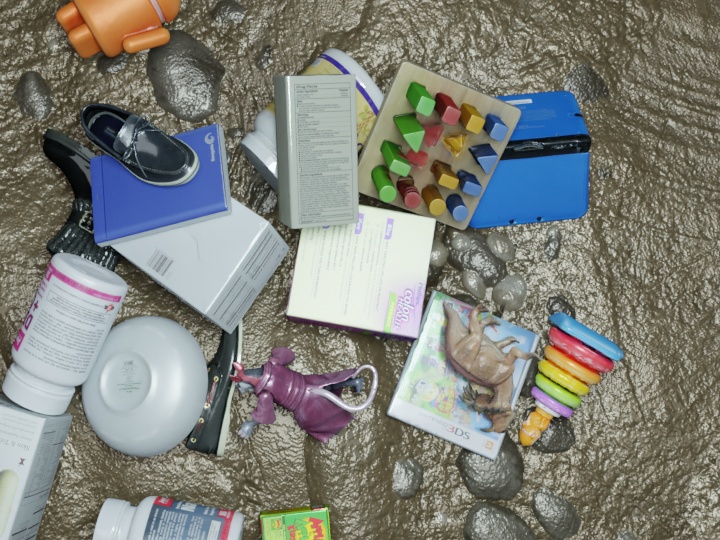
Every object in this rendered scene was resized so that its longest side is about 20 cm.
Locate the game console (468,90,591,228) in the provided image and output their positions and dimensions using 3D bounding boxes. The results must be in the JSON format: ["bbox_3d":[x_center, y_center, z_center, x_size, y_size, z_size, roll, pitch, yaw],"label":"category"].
[{"bbox_3d":[0.251,-0.176,1.453,0.195,0.119,0.173,-5,52,-4],"label":"game console"}]

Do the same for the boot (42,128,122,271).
[{"bbox_3d":[-0.421,-0.095,1.372,0.210,0.079,0.159,37,82,1],"label":"boot"}]

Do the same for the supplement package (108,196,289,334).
[{"bbox_3d":[-0.233,-0.036,1.333,0.198,0.111,0.157,32,82,21],"label":"supplement package"}]

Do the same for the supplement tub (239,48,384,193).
[{"bbox_3d":[-0.068,-0.211,1.374,0.200,0.145,0.146,-44,87,-7],"label":"supplement tub"}]

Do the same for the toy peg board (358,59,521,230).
[{"bbox_3d":[0.114,-0.163,1.327,0.196,0.098,0.203,19,112,-16],"label":"toy peg board"}]

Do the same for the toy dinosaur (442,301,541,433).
[{"bbox_3d":[0.173,0.137,1.359,0.200,0.086,0.136,43,90,8],"label":"toy dinosaur"}]

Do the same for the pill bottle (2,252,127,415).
[{"bbox_3d":[-0.414,0.089,1.289,0.112,0.113,0.203,26,94,0],"label":"pill bottle"}]

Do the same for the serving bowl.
[{"bbox_3d":[-0.320,0.161,1.323,0.196,0.066,0.205,-4,76,16],"label":"serving bowl"}]

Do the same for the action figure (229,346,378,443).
[{"bbox_3d":[-0.096,0.179,1.322,0.197,0.148,0.137,22,68,-25],"label":"action figure"}]

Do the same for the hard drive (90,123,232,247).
[{"bbox_3d":[-0.282,-0.120,1.298,0.196,0.025,0.135,-13,69,9],"label":"hard drive"}]

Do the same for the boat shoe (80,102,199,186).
[{"bbox_3d":[-0.309,-0.176,1.277,0.198,0.062,0.075,28,78,20],"label":"boat shoe"}]

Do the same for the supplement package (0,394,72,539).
[{"bbox_3d":[-0.517,0.282,1.284,0.149,0.151,0.204,16,82,-2],"label":"supplement package"}]

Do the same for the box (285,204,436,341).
[{"bbox_3d":[0.000,0.000,1.377,0.196,0.097,0.180,9,82,-1],"label":"box"}]

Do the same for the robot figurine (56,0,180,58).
[{"bbox_3d":[-0.355,-0.400,1.396,0.198,0.118,0.144,-33,42,-6],"label":"robot figurine"}]

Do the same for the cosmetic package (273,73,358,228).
[{"bbox_3d":[-0.061,-0.165,1.268,0.101,0.073,0.205,-5,102,-20],"label":"cosmetic package"}]

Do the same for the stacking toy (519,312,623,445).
[{"bbox_3d":[0.295,0.175,1.380,0.108,0.116,0.202,29,94,-1],"label":"stacking toy"}]

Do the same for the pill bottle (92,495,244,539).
[{"bbox_3d":[-0.270,0.384,1.303,0.196,0.120,0.122,12,82,-2],"label":"pill bottle"}]

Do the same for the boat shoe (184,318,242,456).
[{"bbox_3d":[-0.212,0.167,1.355,0.062,0.074,0.206,12,87,-10],"label":"boat shoe"}]

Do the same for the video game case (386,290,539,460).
[{"bbox_3d":[0.156,0.158,1.404,0.179,0.022,0.203,22,82,-1],"label":"video game case"}]

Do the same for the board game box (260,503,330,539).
[{"bbox_3d":[-0.087,0.450,1.342,0.099,0.048,0.205,-5,84,-4],"label":"board game box"}]
